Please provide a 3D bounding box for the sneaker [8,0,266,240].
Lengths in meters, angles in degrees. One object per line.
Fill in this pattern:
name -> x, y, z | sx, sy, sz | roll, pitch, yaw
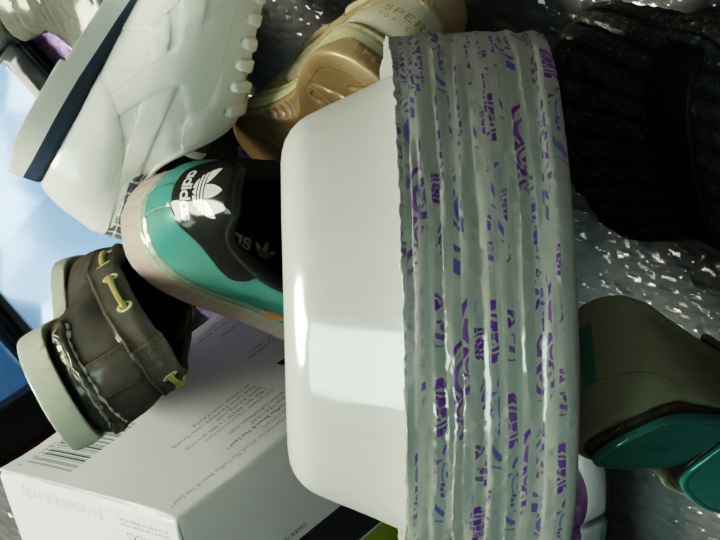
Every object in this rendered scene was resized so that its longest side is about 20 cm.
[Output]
sneaker -> -0.073, -0.108, 1.103 | 0.080, 0.076, 0.201 | 33, 100, -4

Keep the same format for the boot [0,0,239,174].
boot -> -0.126, -0.115, 1.207 | 0.130, 0.067, 0.202 | 8, 107, 48

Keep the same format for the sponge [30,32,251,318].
sponge -> -0.120, -0.063, 1.280 | 0.200, 0.030, 0.112 | 35, 140, 24

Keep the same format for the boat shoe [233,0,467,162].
boat shoe -> 0.000, -0.075, 1.108 | 0.071, 0.065, 0.200 | 43, 161, -7

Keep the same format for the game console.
game console -> -0.200, -0.012, 1.227 | 0.172, 0.119, 0.200 | -45, 81, 17

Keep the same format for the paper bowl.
paper bowl -> 0.023, 0.012, 0.942 | 0.104, 0.201, 0.202 | -1, 129, -1

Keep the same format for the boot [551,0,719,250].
boot -> 0.162, -0.005, 0.963 | 0.157, 0.079, 0.213 | 1, 111, 42

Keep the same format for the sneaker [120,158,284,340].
sneaker -> 0.000, 0.000, 1.078 | 0.080, 0.199, 0.072 | -14, 65, 54

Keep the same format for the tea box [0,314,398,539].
tea box -> -0.033, 0.135, 1.195 | 0.133, 0.200, 0.198 | 8, 124, 45

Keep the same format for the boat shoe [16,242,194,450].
boat shoe -> -0.101, 0.025, 1.115 | 0.072, 0.060, 0.201 | 60, -173, -11

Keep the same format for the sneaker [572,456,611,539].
sneaker -> 0.070, 0.143, 1.168 | 0.075, 0.087, 0.201 | -115, 17, -62

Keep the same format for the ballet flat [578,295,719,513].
ballet flat -> 0.131, 0.050, 0.997 | 0.069, 0.070, 0.200 | 30, -178, 29
